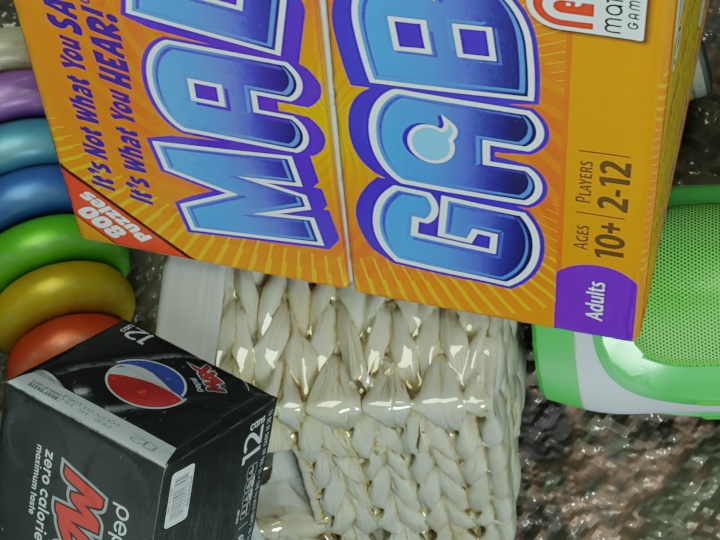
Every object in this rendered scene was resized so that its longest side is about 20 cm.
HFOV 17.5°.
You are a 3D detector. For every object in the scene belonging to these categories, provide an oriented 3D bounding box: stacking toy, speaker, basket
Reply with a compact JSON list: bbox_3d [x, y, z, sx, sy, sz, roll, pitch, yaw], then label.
[{"bbox_3d":[-0.126,0.004,0.940,0.085,0.085,0.201,-18,62,1],"label":"stacking toy"},{"bbox_3d":[0.165,0.009,0.867,0.199,0.089,0.089,-2,60,11],"label":"speaker"},{"bbox_3d":[0.000,0.000,0.882,0.123,0.136,0.201,1,60,8],"label":"basket"}]

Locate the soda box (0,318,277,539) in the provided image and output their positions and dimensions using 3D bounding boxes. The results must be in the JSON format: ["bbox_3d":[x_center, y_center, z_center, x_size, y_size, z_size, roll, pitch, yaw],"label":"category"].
[{"bbox_3d":[-0.086,0.123,0.790,0.071,0.201,0.063,25,30,25],"label":"soda box"}]

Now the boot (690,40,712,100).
[{"bbox_3d":[0.046,-0.119,0.976,0.153,0.074,0.204,-25,52,0],"label":"boot"}]

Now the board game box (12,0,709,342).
[{"bbox_3d":[0.016,-0.127,0.761,0.199,0.200,0.201,10,59,10],"label":"board game box"}]
